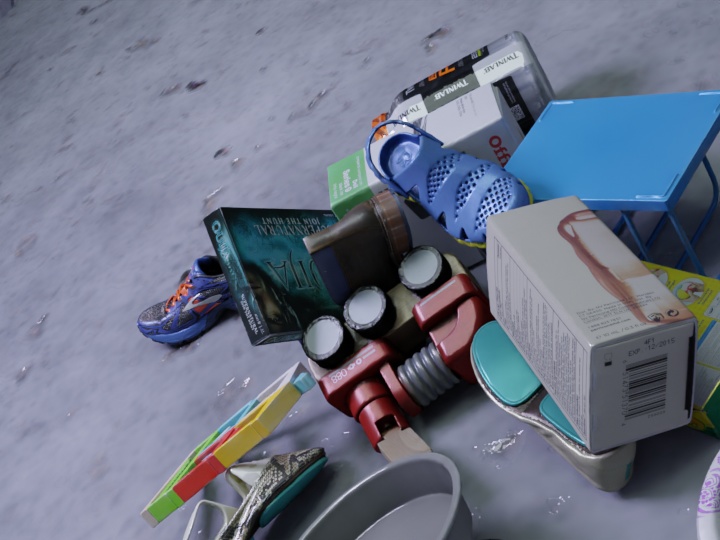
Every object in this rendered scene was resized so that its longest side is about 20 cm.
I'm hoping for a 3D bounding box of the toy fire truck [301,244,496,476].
[{"bbox_3d":[0.053,0.097,1.076,0.176,0.129,0.201,-35,55,9],"label":"toy fire truck"}]

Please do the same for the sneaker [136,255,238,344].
[{"bbox_3d":[-0.190,0.021,1.434,0.199,0.079,0.076,-27,31,14],"label":"sneaker"}]

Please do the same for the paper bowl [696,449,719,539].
[{"bbox_3d":[0.315,0.165,0.715,0.200,0.105,0.201,-25,32,17],"label":"paper bowl"}]

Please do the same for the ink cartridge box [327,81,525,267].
[{"bbox_3d":[0.086,-0.080,1.234,0.199,0.146,0.084,-27,31,14],"label":"ink cartridge box"}]

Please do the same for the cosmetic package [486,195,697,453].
[{"bbox_3d":[0.175,0.035,0.927,0.087,0.104,0.200,-14,34,-11],"label":"cosmetic package"}]

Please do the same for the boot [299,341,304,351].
[{"bbox_3d":[-0.037,0.010,1.286,0.072,0.091,0.201,-23,33,20],"label":"boot"}]

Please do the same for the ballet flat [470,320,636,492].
[{"bbox_3d":[0.158,0.112,0.975,0.069,0.070,0.200,-38,37,-4],"label":"ballet flat"}]

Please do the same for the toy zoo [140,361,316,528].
[{"bbox_3d":[-0.117,0.158,1.138,0.200,0.020,0.131,-41,5,24],"label":"toy zoo"}]

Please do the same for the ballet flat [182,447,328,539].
[{"bbox_3d":[-0.112,0.224,1.075,0.200,0.075,0.068,-53,-10,-24],"label":"ballet flat"}]

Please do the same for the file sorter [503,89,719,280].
[{"bbox_3d":[0.245,-0.070,1.088,0.199,0.123,0.139,5,49,47],"label":"file sorter"}]

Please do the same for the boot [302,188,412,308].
[{"bbox_3d":[0.000,0.000,1.159,0.096,0.200,0.075,-21,57,-7],"label":"boot"}]

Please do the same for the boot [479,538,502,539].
[{"bbox_3d":[0.023,0.272,0.899,0.200,0.070,0.131,-43,22,-26],"label":"boot"}]

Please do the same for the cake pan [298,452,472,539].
[{"bbox_3d":[0.007,0.225,0.902,0.200,0.037,0.200,-38,16,13],"label":"cake pan"}]

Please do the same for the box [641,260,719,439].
[{"bbox_3d":[0.243,0.056,0.984,0.118,0.048,0.200,-51,36,-13],"label":"box"}]

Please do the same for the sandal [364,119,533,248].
[{"bbox_3d":[0.071,-0.084,1.082,0.200,0.087,0.080,28,87,43],"label":"sandal"}]

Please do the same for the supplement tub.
[{"bbox_3d":[0.121,-0.176,1.355,0.199,0.123,0.123,-27,32,14],"label":"supplement tub"}]

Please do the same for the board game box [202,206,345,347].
[{"bbox_3d":[-0.058,0.003,1.181,0.028,0.136,0.199,-32,-16,32],"label":"board game box"}]
